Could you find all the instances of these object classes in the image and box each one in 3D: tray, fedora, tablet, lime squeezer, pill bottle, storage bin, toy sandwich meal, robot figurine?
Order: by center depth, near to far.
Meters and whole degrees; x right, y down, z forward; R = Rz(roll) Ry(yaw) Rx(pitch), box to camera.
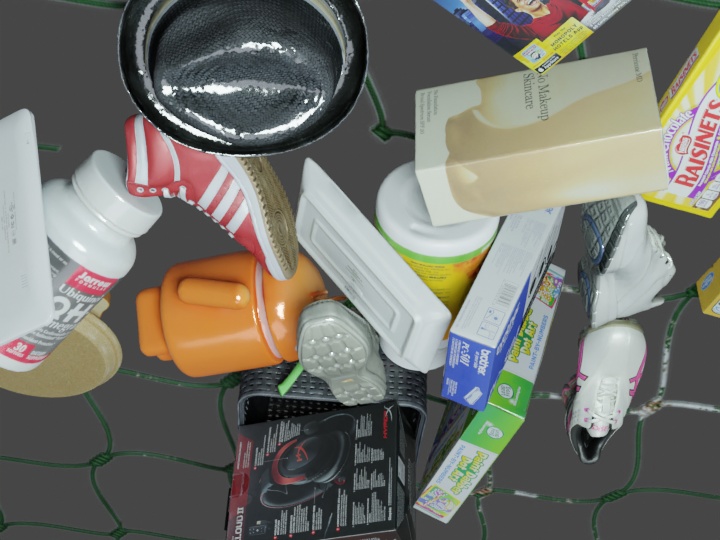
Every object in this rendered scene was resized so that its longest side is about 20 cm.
[{"bbox_3d":[-0.090,-0.155,0.921,0.198,0.092,0.202,-2,120,-4],"label":"fedora"},{"bbox_3d":[-0.324,-0.030,1.046,0.129,0.202,0.014,-22,157,27],"label":"tablet"},{"bbox_3d":[0.000,0.000,1.076,0.022,0.200,0.108,-32,158,-26],"label":"tray"},{"bbox_3d":[-0.274,-0.012,1.086,0.200,0.111,0.110,-44,124,16],"label":"pill bottle"},{"bbox_3d":[0.063,0.002,1.119,0.110,0.112,0.201,3,140,-1],"label":"pill bottle"},{"bbox_3d":[-0.118,0.040,1.168,0.198,0.117,0.145,-10,129,11],"label":"robot figurine"},{"bbox_3d":[0.000,0.060,1.226,0.198,0.071,0.038,-19,154,-13],"label":"lime squeezer"},{"bbox_3d":[-0.335,0.056,1.243,0.203,0.071,0.206,3,142,2],"label":"toy sandwich meal"},{"bbox_3d":[-0.031,0.140,1.300,0.198,0.094,0.136,5,140,-2],"label":"storage bin"}]

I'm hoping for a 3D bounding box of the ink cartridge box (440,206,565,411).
[{"bbox_3d":[0.130,0.018,1.065,0.044,0.201,0.094,20,142,14],"label":"ink cartridge box"}]

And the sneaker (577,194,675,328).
[{"bbox_3d":[0.252,-0.018,1.122,0.086,0.075,0.200,-11,152,1],"label":"sneaker"}]

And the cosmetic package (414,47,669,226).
[{"bbox_3d":[0.147,-0.110,0.992,0.198,0.106,0.071,-10,138,12],"label":"cosmetic package"}]

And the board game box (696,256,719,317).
[{"bbox_3d":[0.437,-0.015,1.133,0.152,0.041,0.201,14,138,-13],"label":"board game box"}]

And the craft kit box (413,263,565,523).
[{"bbox_3d":[0.127,0.118,1.184,0.048,0.198,0.201,23,137,-3],"label":"craft kit box"}]

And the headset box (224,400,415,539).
[{"bbox_3d":[-0.047,0.226,1.215,0.198,0.150,0.075,-11,138,14],"label":"headset box"}]

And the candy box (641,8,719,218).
[{"bbox_3d":[0.303,-0.128,1.021,0.101,0.027,0.201,15,138,-9],"label":"candy box"}]

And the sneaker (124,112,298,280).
[{"bbox_3d":[-0.136,-0.067,1.068,0.111,0.071,0.201,-15,120,17],"label":"sneaker"}]

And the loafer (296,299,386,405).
[{"bbox_3d":[-0.019,0.067,1.119,0.069,0.070,0.200,-10,155,6],"label":"loafer"}]

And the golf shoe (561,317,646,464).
[{"bbox_3d":[0.260,0.126,1.263,0.072,0.093,0.201,2,142,0],"label":"golf shoe"}]

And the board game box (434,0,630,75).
[{"bbox_3d":[0.125,-0.263,0.846,0.199,0.062,0.200,30,133,-26],"label":"board game box"}]
